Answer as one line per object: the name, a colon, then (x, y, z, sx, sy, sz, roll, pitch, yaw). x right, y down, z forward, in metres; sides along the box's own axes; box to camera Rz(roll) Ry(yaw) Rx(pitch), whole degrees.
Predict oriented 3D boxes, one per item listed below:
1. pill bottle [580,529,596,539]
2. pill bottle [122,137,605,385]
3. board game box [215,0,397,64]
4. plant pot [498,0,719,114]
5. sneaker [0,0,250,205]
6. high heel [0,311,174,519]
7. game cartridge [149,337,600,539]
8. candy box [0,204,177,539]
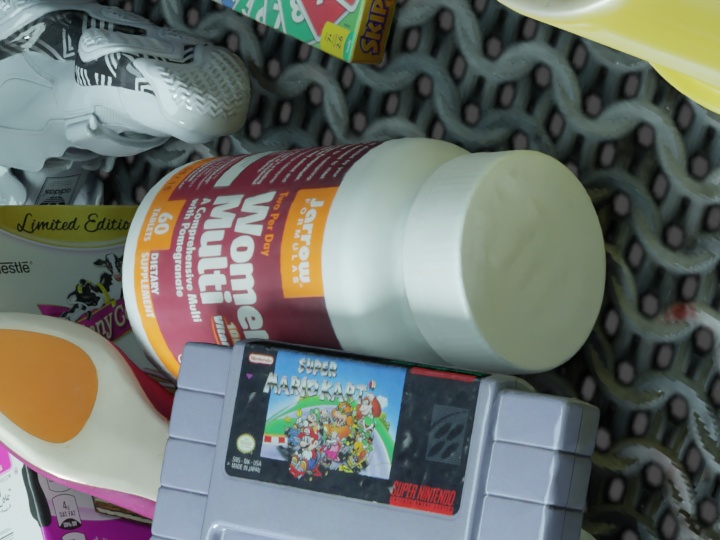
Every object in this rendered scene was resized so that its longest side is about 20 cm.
pill bottle: (0.017, 0.174, 1.232, 0.200, 0.113, 0.113, -24, 75, 43)
pill bottle: (0.000, 0.000, 1.246, 0.200, 0.109, 0.110, -3, 89, 46)
board game box: (-0.052, -0.171, 1.355, 0.200, 0.030, 0.096, 29, 111, 44)
plant pot: (0.134, -0.152, 1.051, 0.201, 0.189, 0.201, 1, 91, 45)
sneaker: (-0.126, -0.064, 1.399, 0.200, 0.075, 0.115, 25, 109, 47)
high heel: (-0.097, 0.078, 1.301, 0.096, 0.200, 0.067, 105, -175, -77)
game cartridge: (-0.002, 0.098, 1.161, 0.200, 0.038, 0.130, 7, 90, 39)
candy box: (-0.125, 0.071, 1.356, 0.061, 0.136, 0.200, -30, 71, 41)
